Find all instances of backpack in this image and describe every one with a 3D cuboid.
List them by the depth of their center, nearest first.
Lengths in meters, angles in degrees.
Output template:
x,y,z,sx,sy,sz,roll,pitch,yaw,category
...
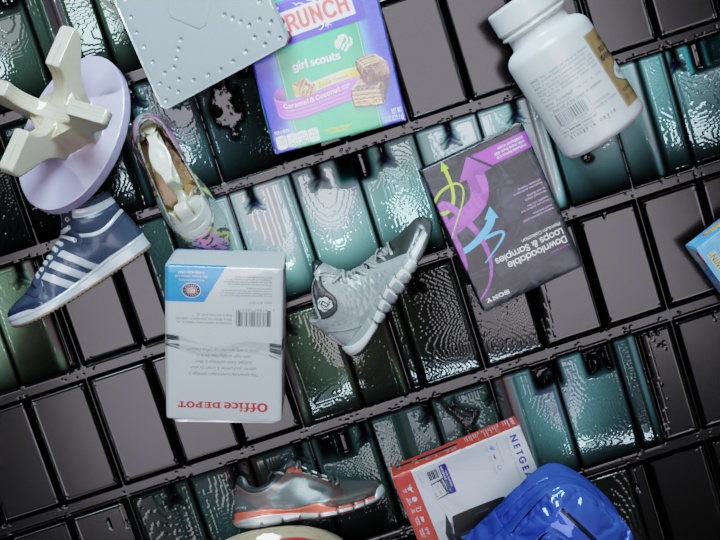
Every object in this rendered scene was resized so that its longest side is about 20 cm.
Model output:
x,y,z,sx,sy,sz,roll,pitch,yaw,category
0.236,0.353,1.515,0.162,0.168,0.200,44,90,-13,backpack

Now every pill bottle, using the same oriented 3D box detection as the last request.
x,y,z,sx,sy,sz,roll,pitch,yaw,category
0.246,-0.248,1.510,0.114,0.114,0.201,-34,97,3,pill bottle

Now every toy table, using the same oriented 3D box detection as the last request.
x,y,z,sx,sy,sz,roll,pitch,yaw,category
-0.358,-0.179,1.474,0.183,0.117,0.201,5,75,15,toy table

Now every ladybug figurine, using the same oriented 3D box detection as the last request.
x,y,z,sx,sy,sz,roll,pitch,yaw,category
-0.110,0.388,1.582,0.198,0.072,0.136,-7,132,-4,ladybug figurine

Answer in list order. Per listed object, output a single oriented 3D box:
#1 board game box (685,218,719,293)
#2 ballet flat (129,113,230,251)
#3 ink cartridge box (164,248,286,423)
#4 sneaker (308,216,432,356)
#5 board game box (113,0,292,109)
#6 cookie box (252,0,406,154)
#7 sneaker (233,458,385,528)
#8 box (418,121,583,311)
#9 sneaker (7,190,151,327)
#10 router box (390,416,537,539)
x,y,z,sx,sy,sz,roll,pitch,yaw,category
0.553,-0.012,1.578,0.195,0.056,0.200,-37,97,4,board game box
-0.228,-0.103,1.539,0.069,0.071,0.201,-28,98,1,ballet flat
-0.166,0.081,1.547,0.145,0.084,0.201,2,106,-1,ink cartridge box
0.000,0.000,1.558,0.115,0.075,0.201,31,97,-3,sneaker
-0.198,-0.324,1.486,0.199,0.026,0.201,-23,92,28,board game box
-0.047,-0.261,1.521,0.170,0.075,0.201,-14,97,2,cookie box
-0.068,0.279,1.593,0.199,0.077,0.082,-7,77,-11,sneaker
0.179,-0.067,1.572,0.142,0.036,0.201,-25,99,2,box
-0.372,-0.020,1.546,0.199,0.070,0.109,-33,102,-4,sneaker
0.157,0.316,1.614,0.179,0.049,0.201,-23,97,2,router box
